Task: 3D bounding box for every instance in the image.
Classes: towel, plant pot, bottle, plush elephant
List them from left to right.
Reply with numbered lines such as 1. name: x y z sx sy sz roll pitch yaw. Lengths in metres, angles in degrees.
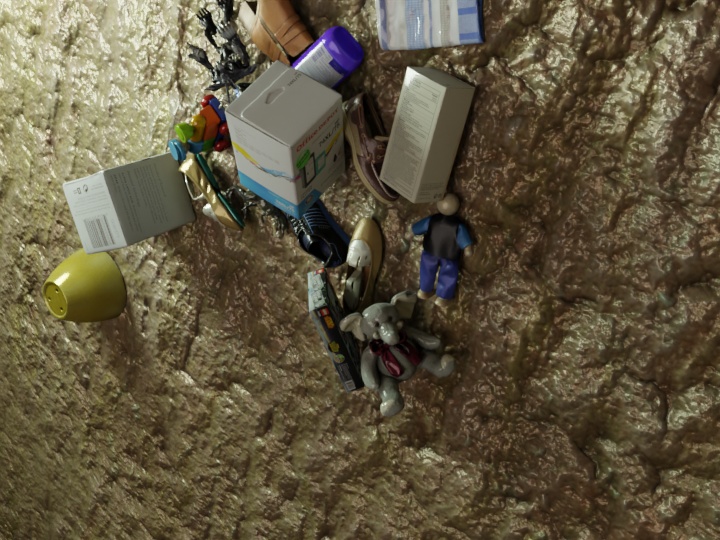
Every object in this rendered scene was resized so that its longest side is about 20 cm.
1. plant pot: -0.718 0.051 2.066 0.199 0.142 0.202 14 115 33
2. bottle: -0.083 -0.352 1.466 0.084 0.065 0.200 46 132 -12
3. plush elephant: 0.055 0.126 1.469 0.200 0.164 0.155 53 172 52
4. towel: 0.106 -0.436 1.319 0.199 0.024 0.148 7 112 35

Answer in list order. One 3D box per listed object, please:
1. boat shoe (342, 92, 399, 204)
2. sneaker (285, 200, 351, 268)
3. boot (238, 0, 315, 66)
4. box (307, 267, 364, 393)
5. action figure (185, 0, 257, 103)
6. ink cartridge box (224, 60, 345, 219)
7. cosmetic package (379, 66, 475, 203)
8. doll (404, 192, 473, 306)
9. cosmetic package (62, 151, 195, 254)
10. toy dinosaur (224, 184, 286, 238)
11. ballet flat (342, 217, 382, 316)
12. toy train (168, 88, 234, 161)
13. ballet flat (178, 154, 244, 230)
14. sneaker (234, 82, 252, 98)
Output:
1. boat shoe: 0.029 -0.217 1.436 0.072 0.072 0.202 -24 86 42
2. sneaker: -0.100 -0.086 1.578 0.200 0.078 0.070 44 128 15
3. boot: -0.137 -0.465 1.458 0.156 0.076 0.200 52 132 12
4. box: -0.047 0.113 1.544 0.040 0.137 0.201 -19 120 5
5. action figure: -0.265 -0.415 1.517 0.118 0.102 0.202 -24 64 20
6. ink cartridge box: -0.127 -0.228 1.427 0.145 0.147 0.201 32 154 19
7. cosmetic package: 0.107 -0.224 1.348 0.103 0.073 0.201 41 126 40
8. doll: 0.139 -0.041 1.432 0.136 0.048 0.202 22 120 28
9. cosmetic package: -0.506 -0.149 1.786 0.164 0.200 0.166 -7 104 39
10. toy dinosaur: -0.221 -0.151 1.657 0.088 0.048 0.201 -20 108 30
11. ballet flat: 0.000 0.000 1.545 0.068 0.063 0.202 18 118 28
12. toy train: -0.315 -0.293 1.604 0.085 0.115 0.200 54 153 7
13. ballet flat: -0.316 -0.153 1.714 0.063 0.069 0.201 -34 76 5
14. sneaker: -0.204 -0.269 1.588 0.089 0.078 0.202 -19 95 38
